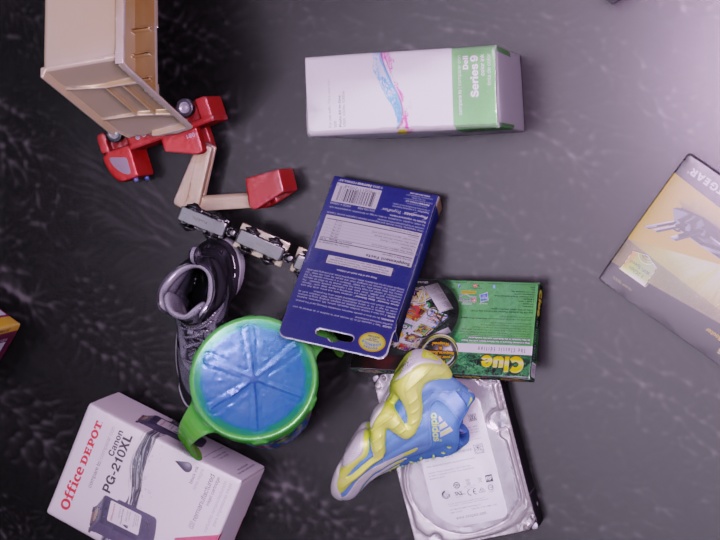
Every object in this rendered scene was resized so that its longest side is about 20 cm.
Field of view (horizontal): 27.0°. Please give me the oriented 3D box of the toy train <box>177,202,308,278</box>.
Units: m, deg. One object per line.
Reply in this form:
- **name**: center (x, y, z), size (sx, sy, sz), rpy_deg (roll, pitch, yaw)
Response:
- **toy train**: center (-0.104, -0.026, 1.631), size (0.200, 0.046, 0.034), rpy_deg (22, 93, 0)

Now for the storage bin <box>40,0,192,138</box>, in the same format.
- **storage bin**: center (-0.248, -0.262, 1.564), size (0.094, 0.199, 0.200), rpy_deg (-8, 73, 14)

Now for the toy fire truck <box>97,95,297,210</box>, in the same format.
- **toy fire truck**: center (-0.184, -0.118, 1.660), size (0.200, 0.049, 0.141), rpy_deg (-18, 91, 17)

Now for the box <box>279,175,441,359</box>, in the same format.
- **box**: center (0.000, 0.000, 1.573), size (0.121, 0.032, 0.200), rpy_deg (12, 63, 15)

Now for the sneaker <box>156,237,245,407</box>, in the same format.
- **sneaker**: center (-0.182, 0.063, 1.640), size (0.075, 0.114, 0.200), rpy_deg (9, 97, 16)

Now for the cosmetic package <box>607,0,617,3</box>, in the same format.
- **cosmetic package**: center (0.242, -0.381, 1.504), size (0.101, 0.071, 0.200), rpy_deg (-31, 85, 16)

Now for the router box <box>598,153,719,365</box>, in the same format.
- **router box**: center (0.367, 0.001, 1.509), size (0.200, 0.052, 0.157), rpy_deg (36, 103, 11)

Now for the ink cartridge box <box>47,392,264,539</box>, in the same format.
- **ink cartridge box**: center (-0.232, 0.247, 1.685), size (0.200, 0.084, 0.145), rpy_deg (25, 100, 13)

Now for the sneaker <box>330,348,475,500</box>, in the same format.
- **sneaker**: center (0.049, 0.182, 1.565), size (0.105, 0.076, 0.200), rpy_deg (31, 116, 1)

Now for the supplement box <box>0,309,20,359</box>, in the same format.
- **supplement box**: center (-0.519, 0.051, 1.728), size (0.200, 0.131, 0.103), rpy_deg (36, 103, 11)

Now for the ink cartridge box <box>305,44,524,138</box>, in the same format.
- **ink cartridge box**: center (0.057, -0.180, 1.535), size (0.200, 0.145, 0.088), rpy_deg (-3, 93, 17)

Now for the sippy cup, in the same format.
- **sippy cup**: center (-0.106, 0.131, 1.605), size (0.178, 0.130, 0.140), rpy_deg (-3, 71, 4)

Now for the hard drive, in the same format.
- **hard drive**: center (0.104, 0.192, 1.609), size (0.140, 0.038, 0.200), rpy_deg (-14, 90, 16)

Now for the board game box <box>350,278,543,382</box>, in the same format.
- **board game box**: center (0.090, 0.061, 1.585), size (0.200, 0.023, 0.105), rpy_deg (3, 74, 22)
